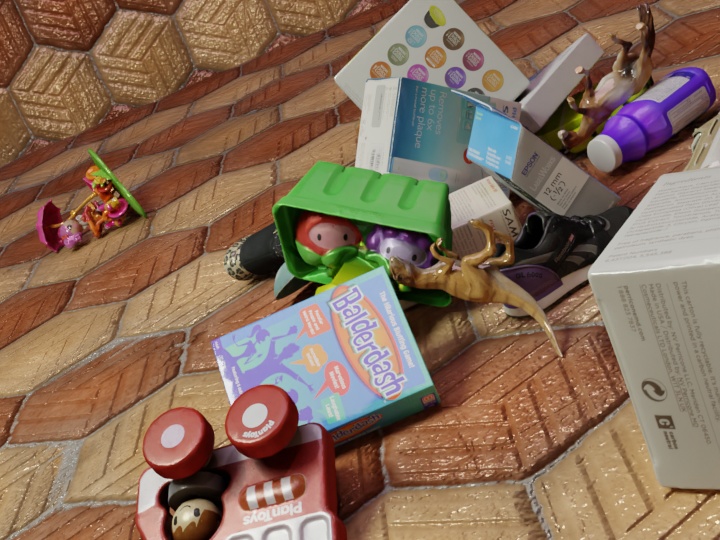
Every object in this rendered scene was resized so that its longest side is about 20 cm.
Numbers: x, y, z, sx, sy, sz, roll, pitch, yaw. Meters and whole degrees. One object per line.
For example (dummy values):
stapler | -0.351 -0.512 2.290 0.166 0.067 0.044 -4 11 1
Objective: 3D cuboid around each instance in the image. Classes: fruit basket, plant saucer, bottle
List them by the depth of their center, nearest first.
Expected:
fruit basket | 0.000 0.000 1.371 0.213 0.156 0.217 -4 53 5
plant saucer | -0.037 -0.033 1.594 0.200 0.027 0.200 -38 -6 -5
bottle | 0.375 -0.195 1.614 0.199 0.066 0.083 -36 15 -28

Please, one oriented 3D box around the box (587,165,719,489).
box | 0.310 0.036 0.927 0.199 0.200 0.171 -6 26 40

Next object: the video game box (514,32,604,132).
video game box | 0.238 -0.233 1.772 0.200 0.047 0.182 -48 9 -34

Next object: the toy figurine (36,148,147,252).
toy figurine | -0.521 -0.103 2.339 0.184 0.150 0.200 -41 48 -8

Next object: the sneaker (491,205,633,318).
sneaker | 0.226 -0.034 1.352 0.199 0.088 0.075 -34 22 -26

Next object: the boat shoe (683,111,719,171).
boat shoe | 0.419 -0.149 1.443 0.068 0.075 0.200 -5 28 28

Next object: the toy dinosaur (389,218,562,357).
toy dinosaur | 0.130 0.010 1.273 0.198 0.107 0.060 17 -5 16

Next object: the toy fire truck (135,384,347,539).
toy fire truck | -0.110 0.210 1.106 0.198 0.112 0.169 -16 46 12

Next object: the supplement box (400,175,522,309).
supplement box | 0.094 -0.029 1.504 0.198 0.074 0.126 -24 19 4

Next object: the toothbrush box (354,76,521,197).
toothbrush box | 0.099 -0.159 1.595 0.199 0.148 0.085 8 2 -34

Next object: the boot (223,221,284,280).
boot | -0.090 -0.053 1.770 0.153 0.074 0.203 -20 9 37

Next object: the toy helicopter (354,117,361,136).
toy helicopter | 0.077 -0.256 2.083 0.198 0.079 0.132 -6 27 31

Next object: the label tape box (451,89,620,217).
label tape box | 0.190 -0.126 1.460 0.066 0.199 0.143 -57 22 5

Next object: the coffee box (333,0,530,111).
coffee box | 0.100 -0.270 1.779 0.198 0.200 0.200 -44 4 6

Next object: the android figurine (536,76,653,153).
android figurine | 0.318 -0.220 1.751 0.199 0.041 0.182 -27 18 22

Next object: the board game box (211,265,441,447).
board game box | -0.037 0.102 1.257 0.198 0.045 0.153 -24 57 0

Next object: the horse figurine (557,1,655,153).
horse figurine | 0.326 -0.248 1.611 0.200 0.133 0.050 -48 58 -2
